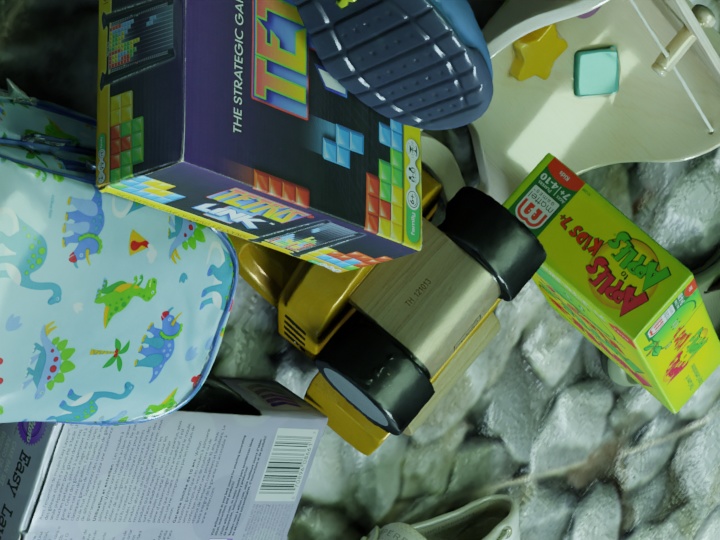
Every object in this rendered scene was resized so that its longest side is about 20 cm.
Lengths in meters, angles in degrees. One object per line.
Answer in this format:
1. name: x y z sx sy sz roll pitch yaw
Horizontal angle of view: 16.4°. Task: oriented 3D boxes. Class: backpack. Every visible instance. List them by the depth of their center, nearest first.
1. backpack: -0.152 -0.001 1.123 0.200 0.153 0.164 6 103 -60

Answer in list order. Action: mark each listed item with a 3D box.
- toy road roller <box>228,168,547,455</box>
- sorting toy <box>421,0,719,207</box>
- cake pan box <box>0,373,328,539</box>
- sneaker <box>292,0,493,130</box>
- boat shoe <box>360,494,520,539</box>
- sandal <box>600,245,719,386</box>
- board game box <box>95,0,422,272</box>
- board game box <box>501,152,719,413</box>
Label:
1. toy road roller: 0.000 0.000 1.290 0.123 0.146 0.200 -49 174 -10
2. sorting toy: 0.100 -0.103 1.326 0.180 0.107 0.200 -43 149 2
3. cake pan box: -0.121 0.144 1.288 0.183 0.052 0.201 4 111 -47
4. sneaker: 0.001 -0.148 1.092 0.200 0.074 0.083 52 41 -28
5. boat shoe: 0.018 0.175 1.427 0.199 0.071 0.070 -21 126 -45
6. sandal: 0.235 0.024 1.549 0.200 0.057 0.080 -30 131 -28
7. board game box: -0.042 -0.117 1.130 0.165 0.056 0.202 19 64 -49
8. board game box: 0.139 0.011 1.363 0.048 0.101 0.200 -48 161 -2
